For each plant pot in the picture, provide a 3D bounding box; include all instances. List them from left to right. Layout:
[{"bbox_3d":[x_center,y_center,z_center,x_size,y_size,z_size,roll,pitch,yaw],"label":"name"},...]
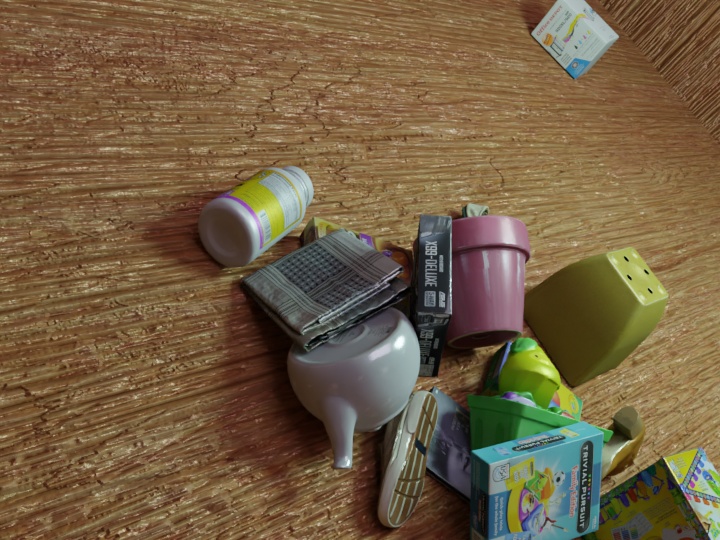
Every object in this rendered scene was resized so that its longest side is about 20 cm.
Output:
[{"bbox_3d":[0.195,0.028,1.361,0.197,0.199,0.183,6,68,-36],"label":"plant pot"},{"bbox_3d":[0.456,0.066,1.532,0.194,0.200,0.196,-10,61,-46],"label":"plant pot"}]

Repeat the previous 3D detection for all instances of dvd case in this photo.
[{"bbox_3d":[0.170,0.284,1.229,0.199,0.016,0.149,37,38,-7],"label":"dvd case"}]

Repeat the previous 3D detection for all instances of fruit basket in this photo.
[{"bbox_3d":[0.268,0.204,1.237,0.212,0.155,0.220,1,87,-28],"label":"fruit basket"}]

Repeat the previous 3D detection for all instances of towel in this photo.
[{"bbox_3d":[-0.049,0.017,1.153,0.190,0.035,0.199,-26,40,-24],"label":"towel"}]

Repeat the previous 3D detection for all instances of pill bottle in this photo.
[{"bbox_3d":[-0.150,-0.091,1.232,0.104,0.104,0.200,43,37,2],"label":"pill bottle"}]

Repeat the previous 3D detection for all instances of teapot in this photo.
[{"bbox_3d":[0.001,0.149,1.108,0.197,0.197,0.148,-25,110,-18],"label":"teapot"}]

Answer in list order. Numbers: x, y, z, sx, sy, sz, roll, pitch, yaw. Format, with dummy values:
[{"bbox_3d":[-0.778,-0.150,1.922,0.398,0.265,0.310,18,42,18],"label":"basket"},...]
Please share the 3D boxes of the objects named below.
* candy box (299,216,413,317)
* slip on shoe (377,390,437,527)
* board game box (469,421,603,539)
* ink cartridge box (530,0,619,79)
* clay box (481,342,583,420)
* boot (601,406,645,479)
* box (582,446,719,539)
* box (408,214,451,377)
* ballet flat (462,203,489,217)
[{"bbox_3d":[0.000,0.000,1.316,0.197,0.057,0.118,17,46,-27],"label":"candy box"},{"bbox_3d":[0.053,0.256,1.123,0.076,0.060,0.202,54,43,-41],"label":"slip on shoe"},{"bbox_3d":[0.246,0.308,1.130,0.197,0.154,0.047,-8,15,-25],"label":"board game box"},{"bbox_3d":[0.652,-0.718,2.477,0.200,0.148,0.144,47,39,7],"label":"ink cartridge box"},{"bbox_3d":[0.302,0.224,1.373,0.199,0.048,0.115,38,39,-5],"label":"clay box"},{"bbox_3d":[0.397,0.319,1.338,0.071,0.201,0.144,42,-8,37],"label":"boot"},{"bbox_3d":[0.460,0.405,1.217,0.120,0.200,0.195,1,54,-40],"label":"box"},{"bbox_3d":[0.099,0.042,1.189,0.049,0.201,0.160,4,57,1],"label":"box"},{"bbox_3d":[0.225,-0.063,1.551,0.061,0.068,0.202,0,43,7],"label":"ballet flat"}]
